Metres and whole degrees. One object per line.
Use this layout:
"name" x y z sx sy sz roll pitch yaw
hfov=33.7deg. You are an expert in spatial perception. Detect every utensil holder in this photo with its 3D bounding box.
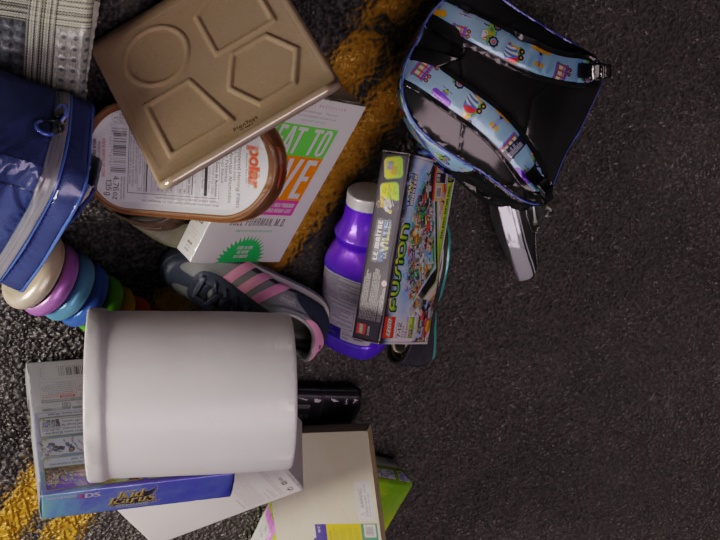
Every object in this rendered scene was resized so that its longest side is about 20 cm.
"utensil holder" -0.169 0.122 1.181 0.199 0.170 0.171 0 122 -10

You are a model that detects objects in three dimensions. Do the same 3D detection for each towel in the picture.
"towel" -0.327 -0.255 1.056 0.192 0.035 0.201 7 121 -13

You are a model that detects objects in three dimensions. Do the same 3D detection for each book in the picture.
"book" -0.094 -0.099 1.209 0.133 0.048 0.200 -3 129 -53

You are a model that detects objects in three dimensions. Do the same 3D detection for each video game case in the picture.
"video game case" -0.250 0.171 1.276 0.199 0.182 0.046 -3 133 -18

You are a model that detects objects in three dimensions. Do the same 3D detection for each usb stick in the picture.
"usb stick" -0.093 0.159 1.424 0.199 0.033 0.056 4 127 -23

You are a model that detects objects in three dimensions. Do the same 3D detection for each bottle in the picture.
"bottle" 0.000 0.000 1.323 0.065 0.083 0.201 -37 141 -48

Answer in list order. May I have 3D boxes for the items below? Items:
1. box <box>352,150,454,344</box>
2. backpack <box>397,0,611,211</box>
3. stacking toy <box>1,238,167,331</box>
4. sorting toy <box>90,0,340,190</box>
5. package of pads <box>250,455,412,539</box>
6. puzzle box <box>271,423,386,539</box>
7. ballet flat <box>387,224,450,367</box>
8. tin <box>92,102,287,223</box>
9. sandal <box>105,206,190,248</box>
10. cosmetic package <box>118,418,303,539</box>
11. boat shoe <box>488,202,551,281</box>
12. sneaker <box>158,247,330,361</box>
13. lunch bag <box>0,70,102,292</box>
"box" 0.048 -0.022 1.276 0.110 0.035 0.201 4 96 -58
"backpack" 0.121 -0.177 1.200 0.200 0.134 0.183 28 84 -21
"stacking toy" -0.274 0.037 1.254 0.085 0.085 0.200 -45 132 12
"sorting toy" -0.134 -0.184 1.086 0.185 0.200 0.036 -30 151 0
"package of pads" -0.047 0.319 1.523 0.154 0.068 0.200 16 112 -29
"puzzle box" -0.041 0.282 1.430 0.132 0.025 0.201 -3 105 13
"ballet flat" 0.060 0.031 1.376 0.073 0.073 0.201 -6 126 -17
"tin" -0.169 -0.102 1.123 0.199 0.042 0.112 5 101 11
"sandal" -0.218 -0.071 1.208 0.201 0.057 0.080 29 108 -33
"cosmetic package" -0.170 0.223 1.359 0.199 0.108 0.085 -23 129 14
"boat shoe" 0.184 -0.077 1.348 0.071 0.072 0.201 -19 125 -3
"sneaker" -0.125 0.035 1.279 0.199 0.082 0.070 20 123 -12
"lunch bag" -0.316 -0.085 1.089 0.132 0.136 0.200 19 136 -28
